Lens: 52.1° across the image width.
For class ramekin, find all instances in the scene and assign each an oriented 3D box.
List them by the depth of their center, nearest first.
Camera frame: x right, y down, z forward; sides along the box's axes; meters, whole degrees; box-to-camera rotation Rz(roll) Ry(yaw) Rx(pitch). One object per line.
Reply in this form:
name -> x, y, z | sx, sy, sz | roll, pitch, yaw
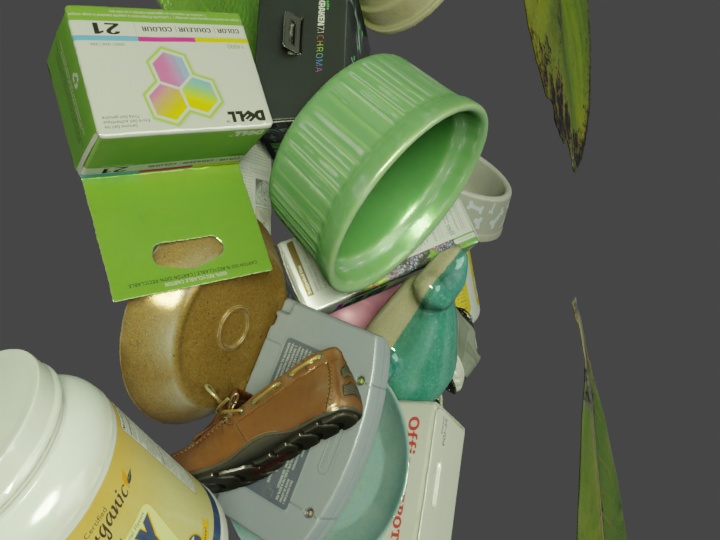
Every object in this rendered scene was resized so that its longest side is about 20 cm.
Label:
ramekin -> 0.012, -0.089, 0.651 | 0.200, 0.098, 0.201 | -42, 160, -19

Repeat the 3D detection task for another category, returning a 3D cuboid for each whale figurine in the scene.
whale figurine -> 0.064, 0.067, 0.752 | 0.103, 0.201, 0.159 | 38, 46, 8

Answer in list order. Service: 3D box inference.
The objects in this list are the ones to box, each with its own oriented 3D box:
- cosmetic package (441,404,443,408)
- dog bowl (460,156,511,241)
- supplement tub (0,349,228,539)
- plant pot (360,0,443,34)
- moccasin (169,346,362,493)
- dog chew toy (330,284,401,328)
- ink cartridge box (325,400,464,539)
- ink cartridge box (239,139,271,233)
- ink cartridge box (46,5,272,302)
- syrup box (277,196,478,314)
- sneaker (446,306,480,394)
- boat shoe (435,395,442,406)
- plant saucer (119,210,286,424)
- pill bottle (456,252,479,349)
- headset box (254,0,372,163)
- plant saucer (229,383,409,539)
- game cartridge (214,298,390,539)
cosmetic package -> 0.029, 0.165, 0.929 | 0.201, 0.070, 0.103 | 54, 43, -42
dog bowl -> 0.116, -0.121, 0.998 | 0.199, 0.199, 0.059 | -31, 151, -56
supplement tub -> -0.194, 0.161, 0.485 | 0.201, 0.142, 0.146 | 57, 41, -38
plant pot -> 0.010, -0.426, 0.890 | 0.182, 0.198, 0.204 | 24, 65, -43
moccasin -> -0.093, 0.129, 0.624 | 0.073, 0.200, 0.079 | 28, 34, -52
dog chew toy -> 0.000, 0.000, 0.866 | 0.125, 0.123, 0.203 | 46, 57, -46
ink cartridge box -> -0.005, 0.213, 0.741 | 0.083, 0.197, 0.149 | 44, 50, -48
ink cartridge box -> -0.136, -0.090, 0.710 | 0.108, 0.050, 0.204 | 8, 80, -59
ink cartridge box -> -0.143, -0.094, 0.579 | 0.146, 0.075, 0.203 | -12, 78, -36
syrup box -> 0.014, -0.020, 0.773 | 0.083, 0.197, 0.079 | 65, -13, 8
sneaker -> 0.105, 0.065, 0.954 | 0.079, 0.073, 0.202 | -39, 129, -22
boat shoe -> 0.066, 0.164, 0.861 | 0.075, 0.059, 0.201 | 65, 35, -22
plant saucer -> -0.124, 0.047, 0.660 | 0.199, 0.035, 0.204 | -35, 134, -46
pill bottle -> 0.109, 0.024, 1.044 | 0.111, 0.110, 0.204 | -31, 112, -56
headset box -> -0.043, -0.190, 0.764 | 0.200, 0.091, 0.178 | 64, 27, -71
plant saucer -> -0.039, 0.178, 0.691 | 0.039, 0.198, 0.205 | 36, 56, -57
game cartridge -> -0.052, 0.140, 0.662 | 0.041, 0.132, 0.203 | 28, 83, -54
